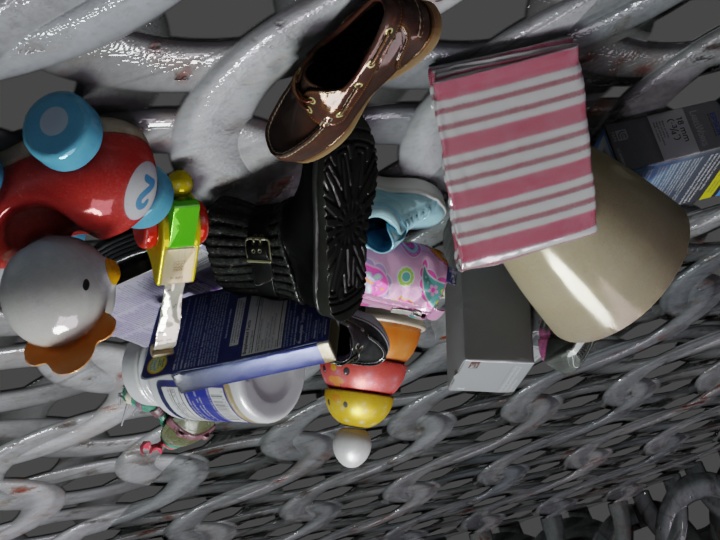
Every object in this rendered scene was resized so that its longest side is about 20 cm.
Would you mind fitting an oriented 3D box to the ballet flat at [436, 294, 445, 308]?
[{"bbox_3d":[0.102,0.021,1.723,0.199,0.072,0.072,-9,158,-20],"label":"ballet flat"}]

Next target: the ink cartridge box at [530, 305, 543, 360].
[{"bbox_3d":[0.207,0.013,1.636,0.043,0.175,0.200,8,164,-4],"label":"ink cartridge box"}]

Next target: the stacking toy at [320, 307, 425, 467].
[{"bbox_3d":[0.002,0.145,1.724,0.145,0.201,0.146,6,172,1],"label":"stacking toy"}]

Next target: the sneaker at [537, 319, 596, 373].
[{"bbox_3d":[0.272,0.033,1.509,0.086,0.200,0.080,42,158,-23],"label":"sneaker"}]

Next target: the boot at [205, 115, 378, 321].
[{"bbox_3d":[-0.072,-0.061,1.328,0.157,0.212,0.079,18,-159,33],"label":"boot"}]

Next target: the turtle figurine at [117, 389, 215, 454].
[{"bbox_3d":[-0.224,0.177,1.819,0.149,0.101,0.200,1,147,-41],"label":"turtle figurine"}]

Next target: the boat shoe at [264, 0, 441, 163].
[{"bbox_3d":[-0.022,-0.160,1.146,0.070,0.071,0.200,-5,148,-49],"label":"boat shoe"}]

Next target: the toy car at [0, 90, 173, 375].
[{"bbox_3d":[-0.240,-0.011,1.157,0.176,0.201,0.184,-21,160,9],"label":"toy car"}]

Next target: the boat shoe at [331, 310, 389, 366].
[{"bbox_3d":[-0.029,0.074,1.547,0.070,0.066,0.200,-36,139,14],"label":"boat shoe"}]

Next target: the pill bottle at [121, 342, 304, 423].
[{"bbox_3d":[-0.174,0.112,1.586,0.199,0.120,0.119,-1,173,38],"label":"pill bottle"}]

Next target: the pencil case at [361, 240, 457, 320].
[{"bbox_3d":[0.000,0.000,1.491,0.199,0.088,0.087,13,147,-27],"label":"pencil case"}]

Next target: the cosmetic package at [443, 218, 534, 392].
[{"bbox_3d":[0.142,0.029,1.567,0.090,0.201,0.107,0,159,-8],"label":"cosmetic package"}]

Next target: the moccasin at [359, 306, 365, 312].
[{"bbox_3d":[-0.017,0.034,1.610,0.200,0.081,0.068,-29,117,32],"label":"moccasin"}]

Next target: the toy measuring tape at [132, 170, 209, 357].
[{"bbox_3d":[-0.188,-0.013,1.333,0.073,0.074,0.201,-7,128,-28],"label":"toy measuring tape"}]

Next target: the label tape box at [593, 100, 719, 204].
[{"bbox_3d":[0.357,-0.125,1.557,0.199,0.064,0.144,-14,160,-10],"label":"label tape box"}]

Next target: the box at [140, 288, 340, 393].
[{"bbox_3d":[-0.116,0.060,1.390,0.199,0.121,0.033,-12,128,14],"label":"box"}]

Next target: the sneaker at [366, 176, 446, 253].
[{"bbox_3d":[0.024,-0.050,1.447,0.074,0.082,0.199,-32,155,36],"label":"sneaker"}]

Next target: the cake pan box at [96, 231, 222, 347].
[{"bbox_3d":[-0.207,0.012,1.464,0.184,0.053,0.200,-26,158,16],"label":"cake pan box"}]

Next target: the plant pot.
[{"bbox_3d":[0.201,-0.059,1.414,0.187,0.188,0.200,-31,122,33],"label":"plant pot"}]

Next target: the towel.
[{"bbox_3d":[0.144,-0.108,1.293,0.146,0.201,0.030,-14,-157,-10],"label":"towel"}]
